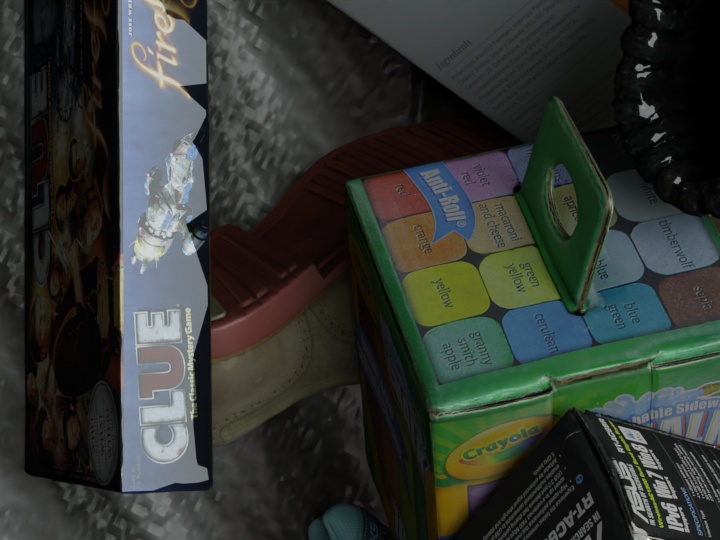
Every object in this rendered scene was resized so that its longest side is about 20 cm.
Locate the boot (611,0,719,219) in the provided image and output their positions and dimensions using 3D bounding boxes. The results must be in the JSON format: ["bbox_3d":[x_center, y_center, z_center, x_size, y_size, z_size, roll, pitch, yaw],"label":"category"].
[{"bbox_3d":[0.150,-0.119,0.786,0.158,0.079,0.211,1,71,-43],"label":"boot"}]

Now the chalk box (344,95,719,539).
[{"bbox_3d":[0.068,0.033,0.802,0.124,0.124,0.200,-12,133,-7],"label":"chalk box"}]

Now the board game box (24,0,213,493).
[{"bbox_3d":[-0.092,-0.022,0.807,0.035,0.135,0.200,0,87,-22],"label":"board game box"}]

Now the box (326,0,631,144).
[{"bbox_3d":[0.066,-0.143,0.872,0.200,0.097,0.124,34,55,-13],"label":"box"}]

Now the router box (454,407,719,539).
[{"bbox_3d":[0.083,0.148,0.782,0.150,0.062,0.200,17,124,-33],"label":"router box"}]

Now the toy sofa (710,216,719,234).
[{"bbox_3d":[0.225,0.020,0.907,0.200,0.083,0.098,36,45,-21],"label":"toy sofa"}]

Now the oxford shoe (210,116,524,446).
[{"bbox_3d":[0.000,0.000,0.893,0.200,0.070,0.075,-28,129,-25],"label":"oxford shoe"}]

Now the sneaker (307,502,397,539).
[{"bbox_3d":[-0.047,0.173,0.858,0.086,0.078,0.200,48,64,-4],"label":"sneaker"}]
